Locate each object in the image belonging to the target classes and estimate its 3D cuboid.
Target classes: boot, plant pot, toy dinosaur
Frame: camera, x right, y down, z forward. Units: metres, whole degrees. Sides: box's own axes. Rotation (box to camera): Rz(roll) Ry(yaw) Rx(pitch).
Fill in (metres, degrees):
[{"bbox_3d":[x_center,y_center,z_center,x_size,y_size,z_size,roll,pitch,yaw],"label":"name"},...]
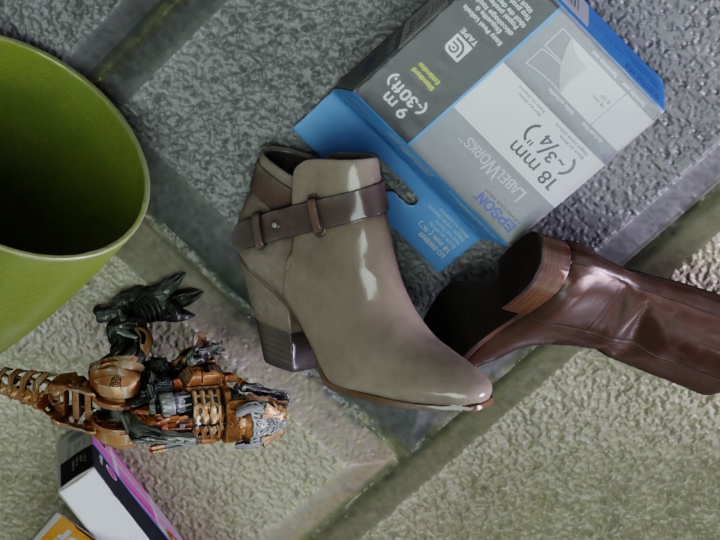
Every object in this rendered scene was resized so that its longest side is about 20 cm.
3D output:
[{"bbox_3d":[0.155,0.051,1.547,0.199,0.065,0.186,16,152,-24],"label":"boot"},{"bbox_3d":[-0.259,-0.017,1.509,0.187,0.188,0.200,31,129,-8],"label":"plant pot"},{"bbox_3d":[0.000,0.000,1.496,0.199,0.070,0.147,12,106,33],"label":"boot"},{"bbox_3d":[-0.145,0.072,1.545,0.199,0.136,0.103,23,116,-5],"label":"toy dinosaur"}]

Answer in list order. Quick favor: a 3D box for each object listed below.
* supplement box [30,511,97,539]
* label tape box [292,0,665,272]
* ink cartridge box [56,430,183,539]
[{"bbox_3d":[-0.185,0.269,1.608,0.126,0.074,0.200,33,146,13],"label":"supplement box"},{"bbox_3d":[0.071,-0.094,1.486,0.144,0.063,0.200,44,111,-13],"label":"label tape box"},{"bbox_3d":[-0.139,0.201,1.623,0.037,0.095,0.200,-33,108,2],"label":"ink cartridge box"}]
